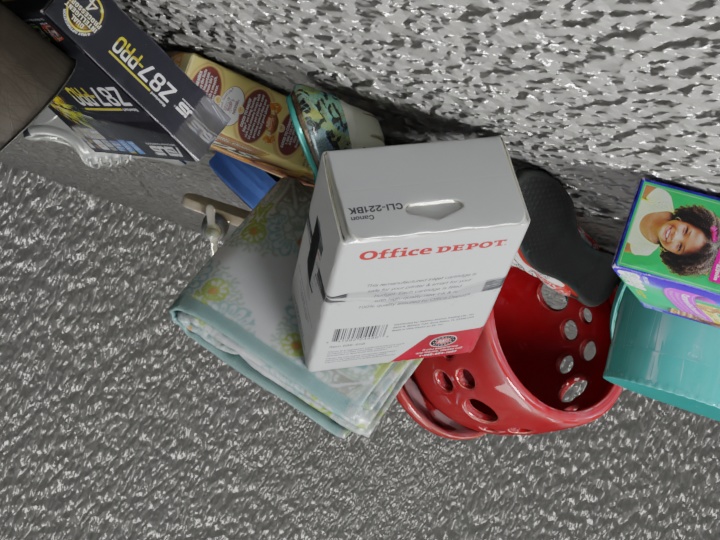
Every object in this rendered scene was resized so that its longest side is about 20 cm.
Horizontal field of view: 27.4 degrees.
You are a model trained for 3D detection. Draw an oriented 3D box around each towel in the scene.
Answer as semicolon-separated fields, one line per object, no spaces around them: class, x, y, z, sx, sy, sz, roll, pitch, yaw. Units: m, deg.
towel;-0.035;0.031;1.252;0.200;0.171;0.048;33;148;10

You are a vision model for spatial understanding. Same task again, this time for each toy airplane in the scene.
toy airplane;-0.097;-0.039;1.807;0.199;0.142;0.199;15;175;35

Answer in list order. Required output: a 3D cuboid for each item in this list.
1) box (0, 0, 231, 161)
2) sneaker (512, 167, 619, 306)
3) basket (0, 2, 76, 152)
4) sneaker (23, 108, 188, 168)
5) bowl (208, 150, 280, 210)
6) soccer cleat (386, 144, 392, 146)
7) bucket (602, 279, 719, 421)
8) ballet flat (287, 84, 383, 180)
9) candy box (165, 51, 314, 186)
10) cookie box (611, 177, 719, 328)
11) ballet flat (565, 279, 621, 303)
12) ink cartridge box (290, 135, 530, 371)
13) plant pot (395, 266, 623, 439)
box;-0.207;-0.155;1.122;0.161;0.049;0.200;44;163;-30
sneaker;0.139;-0.040;1.264;0.108;0.067;0.201;32;176;40
basket;-0.324;-0.158;0.994;0.200;0.180;0.136;49;-167;-25
sneaker;-0.295;-0.150;1.724;0.199;0.071;0.073;19;176;0
bowl;-0.079;-0.066;1.564;0.201;0.039;0.201;41;-177;-3
soccer cleat;0.035;-0.064;1.297;0.065;0.084;0.200;20;176;-27
bucket;0.316;0.059;1.298;0.206;0.135;0.207;20;176;2
ballet flat;-0.012;-0.093;1.161;0.074;0.074;0.200;18;163;12
candy box;-0.097;-0.126;1.265;0.200;0.055;0.115;22;174;-35
cookie box;0.304;0.008;1.101;0.199;0.075;0.171;16;174;21
ballet flat;0.296;0.032;1.503;0.200;0.074;0.074;15;175;36
ink cartridge box;0.033;-0.010;1.141;0.144;0.084;0.200;-6;151;-14
plant pot;0.136;0.067;1.448;0.200;0.201;0.182;21;154;-30
